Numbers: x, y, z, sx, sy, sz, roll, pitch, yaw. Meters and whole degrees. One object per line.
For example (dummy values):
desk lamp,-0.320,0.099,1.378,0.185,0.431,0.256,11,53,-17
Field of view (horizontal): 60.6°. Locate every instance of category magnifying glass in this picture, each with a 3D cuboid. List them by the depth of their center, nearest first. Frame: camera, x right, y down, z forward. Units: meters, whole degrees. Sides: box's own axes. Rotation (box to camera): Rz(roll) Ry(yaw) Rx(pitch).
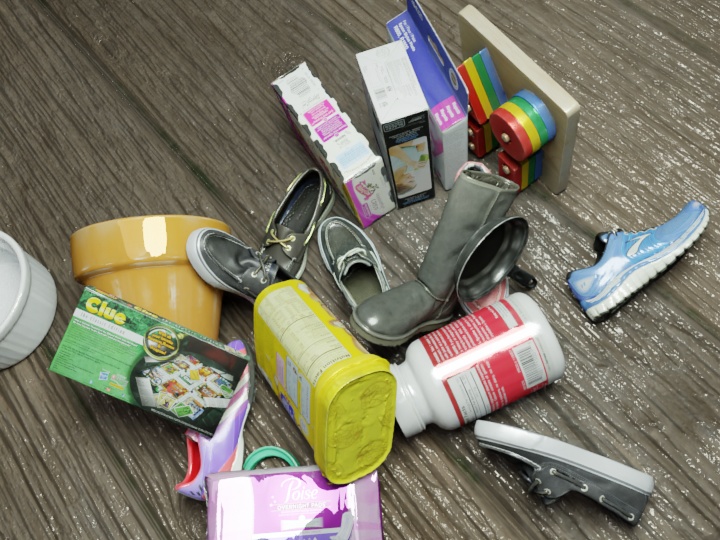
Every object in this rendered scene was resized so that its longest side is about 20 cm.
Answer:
magnifying glass,-0.087,0.306,0.734,0.079,0.022,0.201,-26,66,-2

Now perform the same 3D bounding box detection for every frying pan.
frying pan,0.172,-0.020,0.720,0.031,0.189,0.115,42,125,32

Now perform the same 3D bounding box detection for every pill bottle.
pill bottle,0.125,0.115,0.724,0.199,0.112,0.113,-25,65,-1

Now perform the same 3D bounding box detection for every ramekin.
ramekin,-0.542,0.048,0.883,0.199,0.098,0.202,-4,67,9

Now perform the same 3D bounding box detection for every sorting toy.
sorting toy,0.181,-0.199,0.798,0.069,0.199,0.200,-36,66,-1

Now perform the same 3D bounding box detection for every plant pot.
plant pot,-0.259,0.043,0.794,0.199,0.200,0.184,-9,81,7

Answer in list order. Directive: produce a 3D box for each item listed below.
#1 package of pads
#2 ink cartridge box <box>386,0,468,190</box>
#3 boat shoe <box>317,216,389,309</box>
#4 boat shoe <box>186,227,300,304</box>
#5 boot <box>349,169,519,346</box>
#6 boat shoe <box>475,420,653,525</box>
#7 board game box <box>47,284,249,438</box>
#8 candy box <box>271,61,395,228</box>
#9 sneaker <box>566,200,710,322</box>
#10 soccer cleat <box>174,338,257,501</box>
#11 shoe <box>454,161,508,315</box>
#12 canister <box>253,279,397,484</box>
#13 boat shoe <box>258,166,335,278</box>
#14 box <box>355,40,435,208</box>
package of pads,-0.076,0.281,0.686,0.199,0.076,0.121,-1,66,-10
ink cartridge box,0.088,-0.239,0.830,0.043,0.200,0.197,-22,65,0
boat shoe,0.000,0.000,0.817,0.072,0.071,0.201,-31,66,-3
boat shoe,-0.123,0.009,0.766,0.066,0.200,0.070,-14,46,35
boot,0.087,-0.017,0.704,0.073,0.181,0.201,45,126,26
boat shoe,0.215,0.223,0.671,0.199,0.070,0.067,20,78,-2
board game box,-0.240,0.106,0.707,0.199,0.023,0.105,26,95,-9
candy box,-0.036,-0.172,0.860,0.061,0.136,0.200,-34,65,-3
sneaker,0.342,-0.028,0.763,0.200,0.079,0.089,-36,68,-5
soccer cleat,-0.178,0.180,0.766,0.073,0.068,0.201,16,68,-29
shoe,0.151,-0.037,0.794,0.071,0.091,0.201,-5,67,8
canister,-0.049,0.117,0.706,0.086,0.149,0.200,-15,36,-27
boat shoe,-0.101,-0.053,0.863,0.071,0.061,0.202,19,72,17
box,0.051,-0.185,0.815,0.060,0.200,0.117,-17,64,1
